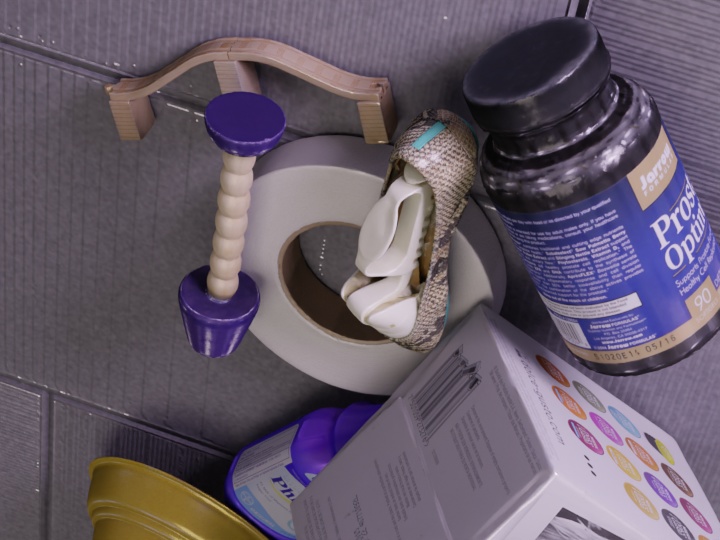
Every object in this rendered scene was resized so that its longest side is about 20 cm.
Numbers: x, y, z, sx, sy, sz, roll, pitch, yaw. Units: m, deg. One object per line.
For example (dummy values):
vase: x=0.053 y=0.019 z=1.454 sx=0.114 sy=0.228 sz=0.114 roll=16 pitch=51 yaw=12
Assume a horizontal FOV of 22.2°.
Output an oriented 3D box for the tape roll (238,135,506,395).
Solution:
tape roll: x=0.000 y=0.000 z=1.238 sx=0.202 sy=0.037 sz=0.203 roll=12 pitch=133 yaw=13

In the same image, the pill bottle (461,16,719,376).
pill bottle: x=0.138 y=-0.044 z=1.086 sx=0.111 sy=0.112 sz=0.200 roll=-11 pitch=125 yaw=31

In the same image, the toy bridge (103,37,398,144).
toy bridge: x=-0.077 y=-0.115 z=1.176 sx=0.199 sy=0.027 sz=0.067 roll=3 pitch=128 yaw=22

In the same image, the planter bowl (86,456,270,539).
planter bowl: x=-0.149 y=0.238 z=1.437 sx=0.200 sy=0.084 sz=0.201 roll=26 pitch=154 yaw=13

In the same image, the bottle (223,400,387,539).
bottle: x=-0.019 y=0.141 z=1.334 sx=0.083 sy=0.065 sz=0.200 roll=37 pitch=142 yaw=-19

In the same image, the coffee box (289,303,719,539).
coffee box: x=0.101 y=0.185 z=1.177 sx=0.197 sy=0.200 sz=0.200 roll=35 pitch=108 yaw=-25

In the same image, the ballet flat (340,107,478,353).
ballet flat: x=0.023 y=-0.011 z=1.138 sx=0.068 sy=0.075 sz=0.201 roll=36 pitch=139 yaw=23

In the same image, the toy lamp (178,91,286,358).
toy lamp: x=-0.086 y=-0.023 z=1.193 sx=0.058 sy=0.058 sz=0.201 roll=18 pitch=132 yaw=8
